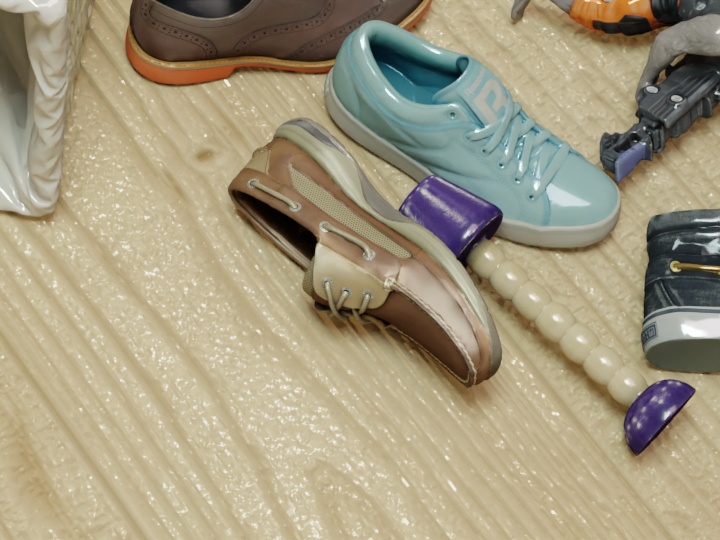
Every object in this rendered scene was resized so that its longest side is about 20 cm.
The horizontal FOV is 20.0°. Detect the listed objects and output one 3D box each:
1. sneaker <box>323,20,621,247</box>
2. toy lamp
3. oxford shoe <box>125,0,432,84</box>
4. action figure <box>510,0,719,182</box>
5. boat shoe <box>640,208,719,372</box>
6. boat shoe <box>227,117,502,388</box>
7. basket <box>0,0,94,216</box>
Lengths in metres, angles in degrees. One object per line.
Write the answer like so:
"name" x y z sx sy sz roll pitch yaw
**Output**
"sneaker" 0.070 -0.083 1.220 0.199 0.082 0.074 26 62 3
"toy lamp" 0.103 0.022 1.188 0.200 0.058 0.058 44 65 12
"oxford shoe" -0.044 -0.165 1.249 0.198 0.073 0.072 -16 65 -17
"action figure" 0.190 -0.154 1.265 0.192 0.105 0.200 28 54 21
"boat shoe" 0.264 0.012 1.207 0.198 0.071 0.092 5 66 -4
"boat shoe" 0.000 0.000 1.176 0.072 0.076 0.200 -36 64 -20
"basket" -0.247 -0.161 1.149 0.196 0.201 0.162 13 55 -3
